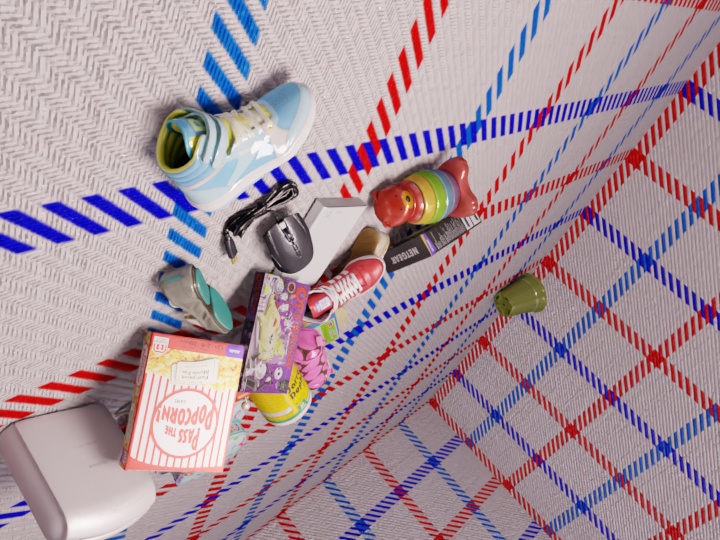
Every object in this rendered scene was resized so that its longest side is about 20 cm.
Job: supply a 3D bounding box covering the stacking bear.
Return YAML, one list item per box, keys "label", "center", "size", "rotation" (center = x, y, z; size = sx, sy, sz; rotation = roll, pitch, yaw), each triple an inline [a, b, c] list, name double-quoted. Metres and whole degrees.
- label: "stacking bear"
  center: [0.113, -0.139, 1.112]
  size: [0.199, 0.122, 0.113]
  rotation: [-19, -175, -34]

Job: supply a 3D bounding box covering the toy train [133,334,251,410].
- label: "toy train"
  center: [-0.266, 0.179, 0.949]
  size: [0.199, 0.151, 0.056]
  rotation: [-15, 160, -44]

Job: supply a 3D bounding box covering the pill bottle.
- label: "pill bottle"
  center: [-0.181, 0.207, 1.137]
  size: [0.113, 0.113, 0.201]
  rotation: [-37, 129, -18]

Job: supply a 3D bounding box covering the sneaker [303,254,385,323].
- label: "sneaker"
  center: [-0.042, 0.040, 1.117]
  size: [0.199, 0.071, 0.112]
  rotation: [-30, -174, 11]

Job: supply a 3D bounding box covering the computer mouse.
- label: "computer mouse"
  center: [-0.135, -0.034, 0.899]
  size: [0.140, 0.046, 0.200]
  rotation: [-34, 149, -19]

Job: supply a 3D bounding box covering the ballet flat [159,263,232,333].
- label: "ballet flat"
  center: [-0.251, 0.048, 0.877]
  size: [0.063, 0.068, 0.200]
  rotation: [-13, 154, -2]

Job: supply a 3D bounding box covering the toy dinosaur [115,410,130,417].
- label: "toy dinosaur"
  center: [-0.335, 0.203, 1.021]
  size: [0.199, 0.048, 0.088]
  rotation: [-25, 159, -35]

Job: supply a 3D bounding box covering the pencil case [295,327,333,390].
- label: "pencil case"
  center: [-0.112, 0.195, 1.265]
  size: [0.093, 0.091, 0.200]
  rotation: [-3, 153, 0]

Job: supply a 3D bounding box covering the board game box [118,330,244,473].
- label: "board game box"
  center: [-0.273, 0.205, 0.887]
  size: [0.151, 0.046, 0.201]
  rotation: [14, 80, -33]

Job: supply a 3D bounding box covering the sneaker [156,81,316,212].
- label: "sneaker"
  center: [-0.140, -0.158, 0.644]
  size: [0.200, 0.080, 0.131]
  rotation: [-45, 161, -1]

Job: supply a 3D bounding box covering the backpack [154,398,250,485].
- label: "backpack"
  center: [-0.312, 0.311, 1.135]
  size: [0.200, 0.150, 0.177]
  rotation: [-55, 156, 15]

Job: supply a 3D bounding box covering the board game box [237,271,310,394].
- label: "board game box"
  center: [-0.153, 0.111, 0.992]
  size: [0.120, 0.032, 0.201]
  rotation: [19, 81, -58]

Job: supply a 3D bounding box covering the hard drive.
- label: "hard drive"
  center: [-0.081, -0.045, 1.042]
  size: [0.132, 0.026, 0.200]
  rotation: [-12, 142, -55]

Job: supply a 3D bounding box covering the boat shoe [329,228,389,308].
- label: "boat shoe"
  center: [0.000, 0.000, 1.209]
  size: [0.069, 0.074, 0.200]
  rotation: [-3, 134, -52]

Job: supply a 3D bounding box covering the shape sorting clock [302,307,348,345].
- label: "shape sorting clock"
  center: [-0.115, 0.145, 1.319]
  size: [0.199, 0.039, 0.200]
  rotation: [-26, 155, -13]

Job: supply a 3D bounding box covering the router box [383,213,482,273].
- label: "router box"
  center: [0.149, -0.069, 1.271]
  size: [0.157, 0.052, 0.200]
  rotation: [-33, -176, -27]

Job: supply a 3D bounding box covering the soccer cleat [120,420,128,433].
- label: "soccer cleat"
  center: [-0.367, 0.276, 1.016]
  size: [0.199, 0.067, 0.076]
  rotation: [-31, 157, 21]

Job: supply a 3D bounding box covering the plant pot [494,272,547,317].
- label: "plant pot"
  center: [0.745, 0.134, 2.727]
  size: [0.189, 0.201, 0.200]
  rotation: [-18, 150, -24]

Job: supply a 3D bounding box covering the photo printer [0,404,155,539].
- label: "photo printer"
  center: [-0.409, 0.301, 0.846]
  size: [0.070, 0.200, 0.166]
  rotation: [-50, 158, 17]
